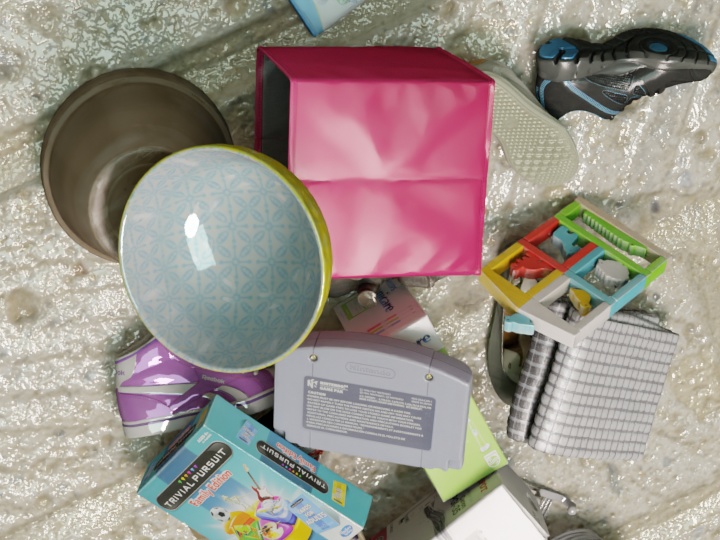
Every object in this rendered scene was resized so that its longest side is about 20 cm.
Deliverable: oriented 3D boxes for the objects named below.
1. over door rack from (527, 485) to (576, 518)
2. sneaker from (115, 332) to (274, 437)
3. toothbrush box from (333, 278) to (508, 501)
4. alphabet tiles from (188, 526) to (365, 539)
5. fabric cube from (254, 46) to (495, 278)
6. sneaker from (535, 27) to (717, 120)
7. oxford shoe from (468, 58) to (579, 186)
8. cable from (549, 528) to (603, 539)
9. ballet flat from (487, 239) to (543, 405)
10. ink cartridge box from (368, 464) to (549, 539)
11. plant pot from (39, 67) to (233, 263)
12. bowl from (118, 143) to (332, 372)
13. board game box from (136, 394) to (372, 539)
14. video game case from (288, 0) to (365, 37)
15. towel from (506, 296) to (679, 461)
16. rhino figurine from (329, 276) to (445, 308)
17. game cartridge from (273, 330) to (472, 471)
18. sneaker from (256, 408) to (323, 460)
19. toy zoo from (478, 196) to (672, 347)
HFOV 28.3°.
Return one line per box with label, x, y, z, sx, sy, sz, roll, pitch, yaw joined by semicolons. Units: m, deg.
over door rack;0.139;0.304;1.649;0.199;0.067;0.149;24;100;-19
sneaker;-0.162;0.102;1.514;0.199;0.073;0.116;-10;94;-19
toothbrush box;0.063;0.122;1.530;0.086;0.146;0.201;-29;112;-2
alphabet tiles;-0.101;0.270;1.551;0.198;0.006;0.167;-11;125;24
fabric cube;0.005;-0.111;1.416;0.197;0.196;0.202;-2;107;-14
sneaker;0.280;-0.208;1.524;0.198;0.073;0.083;-3;125;-6
oxford shoe;0.168;-0.158;1.504;0.075;0.058;0.200;-32;132;23
cable;0.237;0.399;1.671;0.199;0.069;0.201;-35;133;-20
ballet flat;0.179;0.067;1.583;0.067;0.064;0.202;-4;109;-11
ink cartridge box;0.096;0.297;1.546;0.200;0.147;0.083;-39;98;6
plant pot;-0.208;-0.083;1.387;0.198;0.174;0.202;-4;109;-13
bowl;-0.104;-0.021;1.274;0.198;0.108;0.202;6;107;19
board game box;-0.112;0.235;1.488;0.199;0.047;0.151;34;130;-13
video game case;-0.005;-0.351;1.430;0.199;0.018;0.144;-36;112;0
towel;0.254;0.117;1.577;0.199;0.085;0.167;9;99;-46
rhino figurine;0.000;0.000;1.491;0.198;0.088;0.060;-3;112;2
game cartridge;0.011;0.127;1.429;0.198;0.042;0.134;9;118;9
sneaker;-0.067;0.204;1.551;0.200;0.067;0.108;-32;114;20
toy zoo;0.217;0.006;1.499;0.199;0.131;0.021;-34;145;-31
